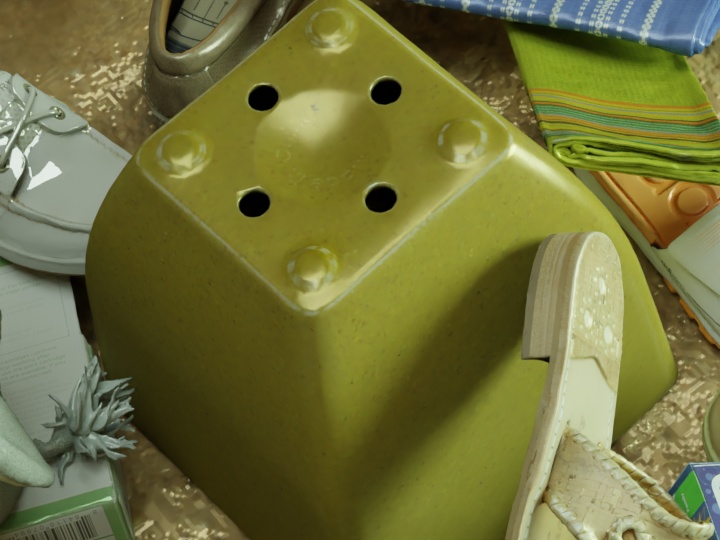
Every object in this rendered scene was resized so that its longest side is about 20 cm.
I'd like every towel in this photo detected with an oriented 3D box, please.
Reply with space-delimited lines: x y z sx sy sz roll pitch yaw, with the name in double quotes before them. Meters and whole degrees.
"towel" 0.088 -0.154 1.261 0.199 0.024 0.145 11 37 18
"towel" 0.114 -0.087 1.175 0.086 0.018 0.200 7 24 -8

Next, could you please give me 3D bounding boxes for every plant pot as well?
"plant pot" 0.000 0.000 1.109 0.195 0.200 0.194 -40 61 -16

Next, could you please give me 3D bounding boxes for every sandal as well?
"sandal" 0.162 -0.025 1.178 0.079 0.059 0.207 -38 61 -13
"sandal" 0.101 0.088 0.999 0.069 0.078 0.213 -3 76 29

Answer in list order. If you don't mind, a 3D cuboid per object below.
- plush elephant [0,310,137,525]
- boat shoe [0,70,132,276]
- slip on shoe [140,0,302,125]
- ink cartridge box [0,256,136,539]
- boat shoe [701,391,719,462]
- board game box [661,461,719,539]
"plush elephant" -0.196 0.055 1.069 0.199 0.155 0.165 -24 51 -8
"boat shoe" -0.168 -0.058 1.210 0.199 0.070 0.071 21 54 32
"slip on shoe" -0.060 -0.162 1.298 0.076 0.061 0.201 14 63 18
"ink cartridge box" -0.191 0.059 1.197 0.145 0.048 0.201 -16 48 -1
"boat shoe" 0.240 0.043 1.093 0.199 0.063 0.074 -15 61 1
"board game box" 0.231 0.136 1.034 0.199 0.035 0.136 -1 55 -22
